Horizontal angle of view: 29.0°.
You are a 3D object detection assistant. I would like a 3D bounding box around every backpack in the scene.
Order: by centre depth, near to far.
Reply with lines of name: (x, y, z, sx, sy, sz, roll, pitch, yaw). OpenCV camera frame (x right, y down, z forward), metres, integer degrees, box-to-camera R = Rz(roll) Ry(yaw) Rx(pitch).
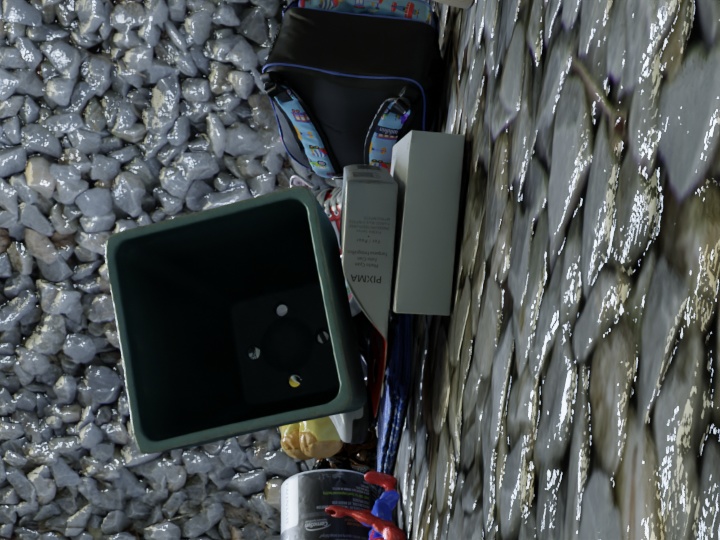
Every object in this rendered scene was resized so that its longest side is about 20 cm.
backpack: (0.000, -0.180, 1.454, 0.200, 0.182, 0.135, 79, -158, -59)

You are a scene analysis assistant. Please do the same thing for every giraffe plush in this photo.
giraffe plush: (-0.074, 0.103, 1.637, 0.200, 0.162, 0.172, -62, 18, -18)

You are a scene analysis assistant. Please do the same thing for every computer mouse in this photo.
computer mouse: (0.012, 0.049, 1.439, 0.200, 0.046, 0.141, -83, 3, -51)

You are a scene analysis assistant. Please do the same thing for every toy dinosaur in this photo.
toy dinosaur: (-0.011, 0.243, 1.710, 0.200, 0.102, 0.136, 75, -152, -42)

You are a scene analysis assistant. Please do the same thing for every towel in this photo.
towel: (0.031, 0.138, 1.515, 0.145, 0.024, 0.200, -86, 4, -48)

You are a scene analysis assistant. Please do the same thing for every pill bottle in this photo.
pill bottle: (-0.031, 0.317, 1.451, 0.106, 0.106, 0.201, 102, 168, -62)

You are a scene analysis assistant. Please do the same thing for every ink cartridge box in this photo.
ink cartridge box: (0.000, 0.012, 1.221, 0.160, 0.047, 0.201, -105, 20, -81)

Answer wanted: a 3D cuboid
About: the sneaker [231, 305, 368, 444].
sneaker: (-0.070, 0.101, 1.405, 0.076, 0.115, 0.201, 101, 151, -48)

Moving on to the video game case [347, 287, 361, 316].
video game case: (0.000, 0.000, 1.499, 0.143, 0.017, 0.200, -58, 9, -19)

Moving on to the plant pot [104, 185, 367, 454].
plant pot: (-0.092, 0.057, 1.273, 0.200, 0.195, 0.197, 32, -135, -73)

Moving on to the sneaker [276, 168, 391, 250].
sneaker: (-0.023, -0.072, 1.453, 0.200, 0.112, 0.071, -46, 13, 46)

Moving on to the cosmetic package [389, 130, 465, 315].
cosmetic package: (0.052, -0.041, 1.230, 0.200, 0.051, 0.151, -149, 62, -87)

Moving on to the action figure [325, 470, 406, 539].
action figure: (-0.006, 0.250, 1.333, 0.200, 0.099, 0.065, -113, 28, -78)

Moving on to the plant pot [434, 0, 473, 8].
plant pot: (0.044, -0.344, 1.244, 0.200, 0.134, 0.201, -173, 90, -87)
